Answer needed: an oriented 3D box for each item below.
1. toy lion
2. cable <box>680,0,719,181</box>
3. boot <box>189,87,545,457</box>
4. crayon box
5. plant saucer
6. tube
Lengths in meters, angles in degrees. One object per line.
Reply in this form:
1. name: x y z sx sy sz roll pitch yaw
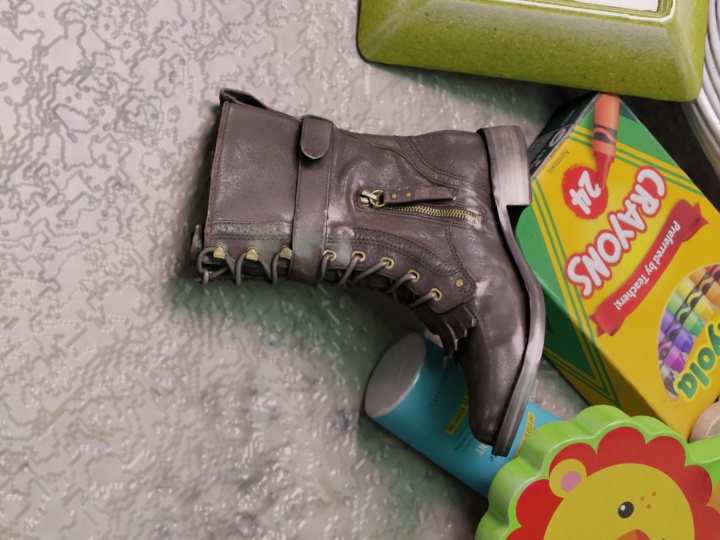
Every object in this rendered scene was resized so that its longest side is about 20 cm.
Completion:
1. toy lion: 0.155 0.165 0.932 0.191 0.069 0.201 -16 109 -16
2. cable: 0.272 -0.109 1.046 0.200 0.069 0.201 -34 90 -43
3. boot: 0.000 0.000 0.877 0.173 0.069 0.201 2 60 -7
4. crayon box: 0.160 0.011 0.993 0.200 0.051 0.127 46 62 -13
5. plant saucer: 0.107 -0.207 0.959 0.198 0.048 0.202 7 84 -5
6. tube: 0.093 0.105 0.943 0.199 0.050 0.078 33 77 -23
